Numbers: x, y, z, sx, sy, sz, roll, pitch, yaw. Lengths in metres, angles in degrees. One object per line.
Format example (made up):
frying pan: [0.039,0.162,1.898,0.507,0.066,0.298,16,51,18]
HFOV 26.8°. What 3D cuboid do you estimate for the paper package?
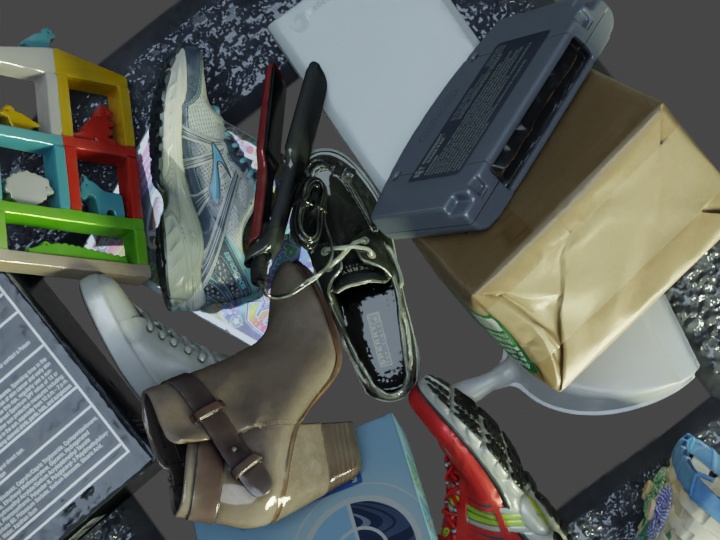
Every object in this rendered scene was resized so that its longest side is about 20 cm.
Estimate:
paper package: [0.142,-0.040,1.073,0.191,0.200,0.103,-45,112,2]

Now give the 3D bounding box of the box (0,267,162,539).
box: [-0.275,0.124,1.128,0.199,0.123,0.199,-39,85,-1]

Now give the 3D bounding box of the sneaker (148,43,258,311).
sneaker: [-0.115,-0.071,1.152,0.085,0.078,0.203,-3,88,-15]

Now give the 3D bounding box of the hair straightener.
hair straightener: [-0.044,-0.068,1.113,0.076,0.041,0.202,-2,58,17]

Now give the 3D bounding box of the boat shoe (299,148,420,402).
boat shoe: [0.000,0.000,1.136,0.070,0.064,0.202,-20,85,1]

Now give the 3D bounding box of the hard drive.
hard drive: [0.036,-0.145,1.181,0.131,0.026,0.201,-35,86,0]

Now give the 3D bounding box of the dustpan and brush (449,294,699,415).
dustpan and brush: [0.138,0.064,1.154,0.198,0.057,0.141,-23,74,-5]

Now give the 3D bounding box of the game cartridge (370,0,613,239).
game cartridge: [0.091,-0.107,1.088,0.041,0.133,0.201,40,69,-19]

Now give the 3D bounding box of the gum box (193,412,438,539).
gum box: [-0.023,0.223,1.075,0.168,0.045,0.202,-22,55,6]

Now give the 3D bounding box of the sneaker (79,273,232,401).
sneaker: [-0.132,0.070,1.135,0.084,0.073,0.201,-34,113,-4]

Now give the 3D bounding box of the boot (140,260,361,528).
boot: [-0.086,0.086,1.081,0.145,0.070,0.202,-5,58,-24]

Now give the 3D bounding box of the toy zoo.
toy zoo: [-0.227,-0.091,1.135,0.020,0.130,0.202,-29,63,44]

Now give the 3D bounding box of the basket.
basket: [0.283,0.169,1.073,0.139,0.176,0.200,42,98,1]

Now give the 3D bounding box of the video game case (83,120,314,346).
video game case: [-0.098,-0.030,1.183,0.198,0.018,0.144,29,87,4]

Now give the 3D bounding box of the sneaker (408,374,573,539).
sneaker: [0.086,0.173,1.123,0.084,0.077,0.201,-32,97,11]
